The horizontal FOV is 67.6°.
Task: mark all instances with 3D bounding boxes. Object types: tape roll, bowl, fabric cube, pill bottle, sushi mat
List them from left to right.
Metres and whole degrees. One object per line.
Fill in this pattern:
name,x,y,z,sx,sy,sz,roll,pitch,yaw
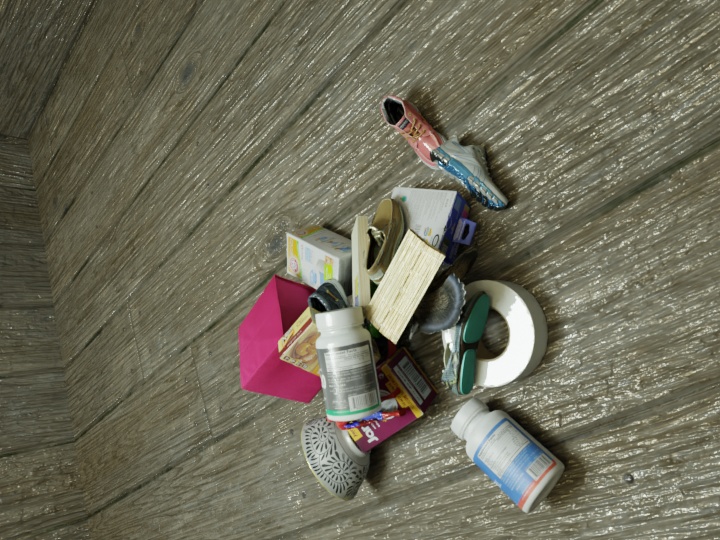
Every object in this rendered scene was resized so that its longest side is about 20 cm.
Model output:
fabric cube,-0.166,0.168,1.309,0.200,0.193,0.202,-51,36,29
bowl,-0.037,0.409,1.239,0.094,0.200,0.203,-39,63,15
pill bottle,-0.027,0.178,1.047,0.111,0.112,0.205,-11,87,40
sushi mat,0.079,0.031,1.007,0.095,0.012,0.203,40,115,29
tape roll,0.259,0.121,1.054,0.199,0.070,0.208,-1,88,41
pill bottle,0.269,0.337,1.010,0.199,0.111,0.114,40,114,36

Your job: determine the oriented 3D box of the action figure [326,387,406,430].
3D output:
action figure,0.005,0.295,1.128,0.197,0.051,0.067,-21,88,32

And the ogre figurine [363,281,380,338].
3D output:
ogre figurine,0.078,0.056,1.199,0.200,0.097,0.122,-42,67,35

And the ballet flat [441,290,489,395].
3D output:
ballet flat,0.192,0.133,1.024,0.073,0.073,0.205,16,97,40

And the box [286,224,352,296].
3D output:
box,-0.086,-0.024,1.326,0.198,0.100,0.115,27,124,38

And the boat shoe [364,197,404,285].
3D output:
boat shoe,0.043,-0.073,1.100,0.071,0.076,0.204,-20,51,34

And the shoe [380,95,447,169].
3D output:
shoe,0.118,-0.303,1.180,0.072,0.090,0.202,-46,60,30

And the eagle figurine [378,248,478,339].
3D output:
eagle figurine,0.136,0.047,1.043,0.196,0.150,0.156,-10,74,27

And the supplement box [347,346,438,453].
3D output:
supplement box,0.051,0.286,1.188,0.132,0.103,0.200,50,122,6

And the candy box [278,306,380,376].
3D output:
candy box,-0.066,0.171,1.161,0.116,0.198,0.056,-46,33,20

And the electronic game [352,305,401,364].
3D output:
electronic game,0.016,0.177,1.285,0.197,0.041,0.206,-2,86,41

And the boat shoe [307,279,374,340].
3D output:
boat shoe,-0.046,0.124,1.216,0.070,0.091,0.202,-30,95,35

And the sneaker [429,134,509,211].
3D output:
sneaker,0.236,-0.206,1.092,0.087,0.075,0.200,-42,70,-4

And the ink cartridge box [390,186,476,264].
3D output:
ink cartridge box,0.144,-0.095,1.137,0.197,0.076,0.139,11,77,43

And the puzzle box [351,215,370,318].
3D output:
puzzle box,0.000,0.000,1.162,0.133,0.025,0.205,118,151,-76
